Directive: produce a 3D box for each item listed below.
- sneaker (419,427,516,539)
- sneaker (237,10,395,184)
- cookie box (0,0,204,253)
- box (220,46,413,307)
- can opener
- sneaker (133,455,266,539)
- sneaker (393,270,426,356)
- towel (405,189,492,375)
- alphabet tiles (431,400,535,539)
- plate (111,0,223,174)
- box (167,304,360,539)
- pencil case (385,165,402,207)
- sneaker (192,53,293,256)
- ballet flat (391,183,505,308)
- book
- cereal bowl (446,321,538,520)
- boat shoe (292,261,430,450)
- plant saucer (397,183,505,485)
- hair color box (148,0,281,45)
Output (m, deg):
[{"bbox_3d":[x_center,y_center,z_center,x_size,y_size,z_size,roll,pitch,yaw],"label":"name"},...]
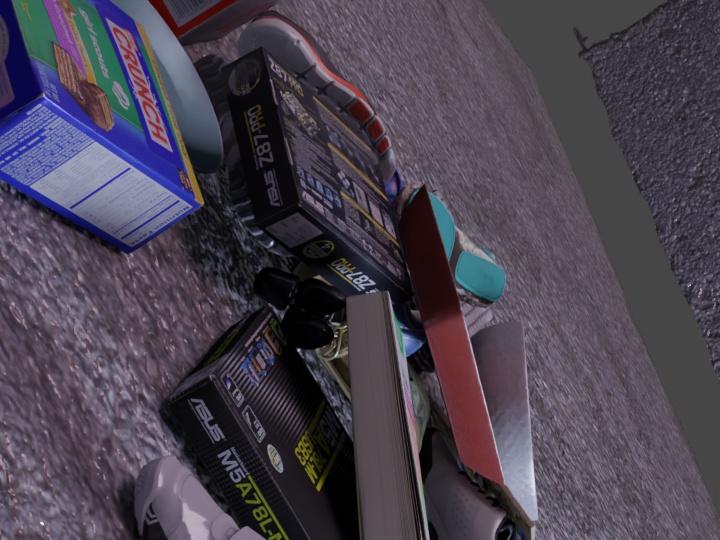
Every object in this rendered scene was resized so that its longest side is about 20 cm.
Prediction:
[{"bbox_3d":[0.099,0.222,1.489,0.074,0.080,0.201,40,24,-48],"label":"sneaker"},{"bbox_3d":[-0.032,-0.163,1.512,0.200,0.077,0.082,53,20,-23],"label":"sneaker"},{"bbox_3d":[-0.205,-0.127,1.122,0.200,0.075,0.172,36,28,-59],"label":"cookie box"},{"bbox_3d":[-0.033,-0.071,1.369,0.200,0.049,0.162,37,34,-54],"label":"box"},{"bbox_3d":[-0.043,0.038,1.309,0.078,0.064,0.200,15,1,-12],"label":"can opener"},{"bbox_3d":[-0.049,0.187,0.993,0.201,0.115,0.075,62,15,3],"label":"sneaker"},{"bbox_3d":[0.000,0.000,1.533,0.201,0.077,0.076,59,-1,-26],"label":"sneaker"},{"bbox_3d":[0.061,0.013,1.728,0.166,0.085,0.200,67,19,-5],"label":"towel"},{"bbox_3d":[0.123,0.218,1.530,0.200,0.006,0.167,54,-13,29],"label":"alphabet tiles"},{"bbox_3d":[-0.180,-0.163,1.370,0.200,0.025,0.201,53,17,-25],"label":"plate"},{"bbox_3d":[-0.052,0.138,1.199,0.194,0.047,0.200,58,14,-6],"label":"box"},{"bbox_3d":[-0.002,-0.090,1.644,0.200,0.077,0.087,-107,-164,-82],"label":"pencil case"},{"bbox_3d":[-0.084,-0.103,1.477,0.201,0.074,0.082,65,16,16],"label":"sneaker"},{"bbox_3d":[0.069,-0.019,1.583,0.200,0.064,0.076,44,63,-46],"label":"ballet flat"},{"bbox_3d":[0.022,0.132,1.234,0.134,0.048,0.201,67,15,-70],"label":"book"},{"bbox_3d":[0.130,0.152,1.645,0.200,0.083,0.202,-5,90,-84],"label":"cereal bowl"},{"bbox_3d":[0.005,0.074,1.455,0.200,0.073,0.063,56,13,-20],"label":"boat shoe"},{"bbox_3d":[0.076,0.058,1.444,0.200,0.036,0.201,-102,177,-55],"label":"plant saucer"},{"bbox_3d":[-0.134,-0.264,1.557,0.061,0.101,0.200,60,14,-3],"label":"hair color box"}]
